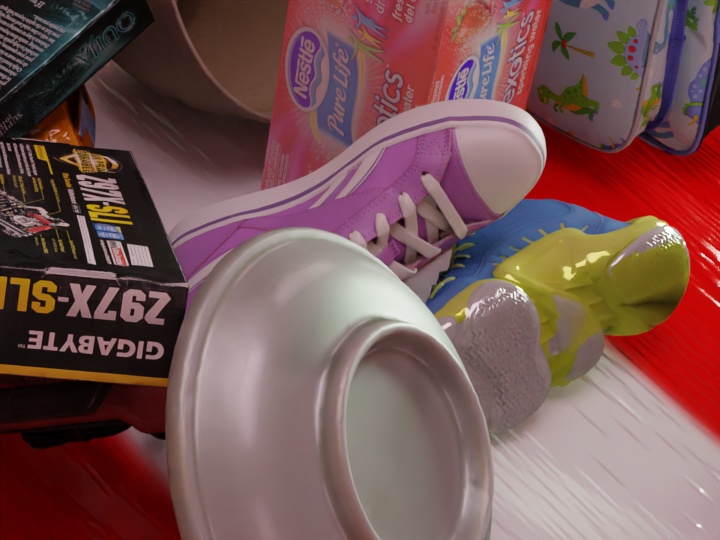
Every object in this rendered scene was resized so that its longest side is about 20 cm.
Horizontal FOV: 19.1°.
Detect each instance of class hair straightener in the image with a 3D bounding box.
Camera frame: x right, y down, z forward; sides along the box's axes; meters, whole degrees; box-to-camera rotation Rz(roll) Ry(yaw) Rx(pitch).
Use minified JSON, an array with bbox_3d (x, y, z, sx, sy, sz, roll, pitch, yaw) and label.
[{"bbox_3d":[-0.103,0.066,0.941,0.200,0.077,0.041,-12,77,12],"label":"hair straightener"}]

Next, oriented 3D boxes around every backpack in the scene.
[{"bbox_3d":[0.131,-0.175,1.200,0.200,0.183,0.147,31,42,33],"label":"backpack"}]

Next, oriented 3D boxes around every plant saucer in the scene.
[{"bbox_3d":[0.005,0.076,0.861,0.050,0.200,0.200,-14,25,34],"label":"plant saucer"}]

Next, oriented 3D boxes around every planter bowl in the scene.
[{"bbox_3d":[-0.089,-0.180,1.177,0.135,0.200,0.200,2,29,38],"label":"planter bowl"}]

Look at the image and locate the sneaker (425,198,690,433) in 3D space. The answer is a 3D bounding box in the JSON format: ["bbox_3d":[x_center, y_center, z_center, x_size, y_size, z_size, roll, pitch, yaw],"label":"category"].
[{"bbox_3d":[0.063,0.018,1.049,0.200,0.076,0.105,-20,31,-35],"label":"sneaker"}]

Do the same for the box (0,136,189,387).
[{"bbox_3d":[-0.165,-0.012,0.899,0.159,0.049,0.200,7,17,-16],"label":"box"}]

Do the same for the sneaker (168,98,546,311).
[{"bbox_3d":[0.000,0.001,1.000,0.200,0.073,0.114,-25,36,16],"label":"sneaker"}]

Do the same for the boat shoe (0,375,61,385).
[{"bbox_3d":[-0.191,0.012,0.992,0.200,0.072,0.065,-5,41,-13],"label":"boat shoe"}]

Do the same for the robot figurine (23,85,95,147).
[{"bbox_3d":[-0.206,-0.089,1.106,0.145,0.058,0.200,-24,45,-3],"label":"robot figurine"}]

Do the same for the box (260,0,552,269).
[{"bbox_3d":[0.024,-0.106,1.077,0.095,0.200,0.103,33,45,24],"label":"box"}]

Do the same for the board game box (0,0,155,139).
[{"bbox_3d":[-0.216,-0.124,1.080,0.200,0.028,0.135,30,65,38],"label":"board game box"}]
